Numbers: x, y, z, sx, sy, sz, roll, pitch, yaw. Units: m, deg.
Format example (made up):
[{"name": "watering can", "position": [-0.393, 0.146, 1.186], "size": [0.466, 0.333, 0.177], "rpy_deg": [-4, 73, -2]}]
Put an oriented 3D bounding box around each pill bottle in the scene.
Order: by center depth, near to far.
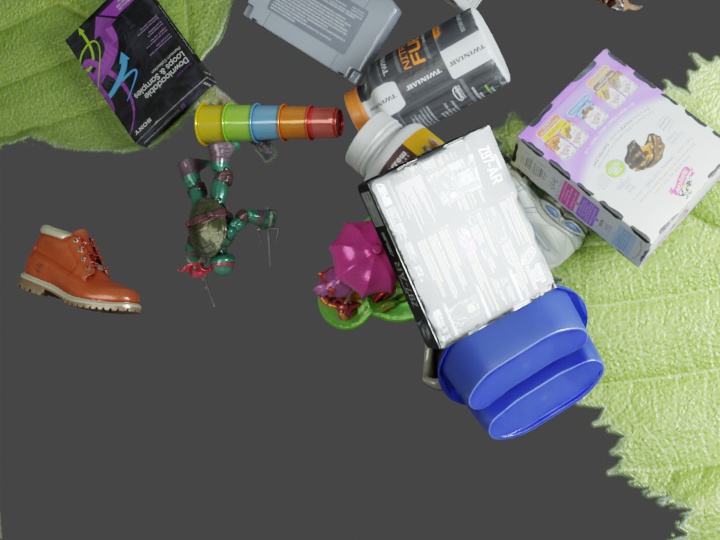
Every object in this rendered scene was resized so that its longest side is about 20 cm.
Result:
[{"name": "pill bottle", "position": [0.080, -0.100, 1.355], "size": [0.200, 0.109, 0.110], "rpy_deg": [40, 99, 11]}, {"name": "pill bottle", "position": [0.079, -0.237, 1.421], "size": [0.199, 0.106, 0.107], "rpy_deg": [-27, 78, 15]}]

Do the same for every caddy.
[{"name": "caddy", "position": [0.189, 0.103, 1.338], "size": [0.199, 0.142, 0.105], "rpy_deg": [-32, 41, 3]}]

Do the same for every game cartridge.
[{"name": "game cartridge", "position": [-0.048, -0.351, 1.510], "size": [0.199, 0.040, 0.134], "rpy_deg": [35, 101, 18]}]

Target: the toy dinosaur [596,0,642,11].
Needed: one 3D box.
[{"name": "toy dinosaur", "position": [0.310, -0.399, 1.369], "size": [0.135, 0.086, 0.201], "rpy_deg": [30, 80, 8]}]

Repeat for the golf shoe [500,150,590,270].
[{"name": "golf shoe", "position": [0.185, -0.082, 1.394], "size": [0.200, 0.078, 0.098], "rpy_deg": [43, 109, 19]}]

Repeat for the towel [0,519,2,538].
[{"name": "towel", "position": [-0.614, 0.307, 1.670], "size": [0.191, 0.035, 0.202], "rpy_deg": [-7, 82, 16]}]

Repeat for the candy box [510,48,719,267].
[{"name": "candy box", "position": [0.306, -0.133, 1.321], "size": [0.200, 0.072, 0.168], "rpy_deg": [42, 72, 16]}]

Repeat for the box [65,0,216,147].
[{"name": "box", "position": [-0.312, -0.296, 1.597], "size": [0.143, 0.036, 0.201], "rpy_deg": [-40, 77, 13]}]

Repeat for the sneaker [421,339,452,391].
[{"name": "sneaker", "position": [0.127, 0.052, 1.389], "size": [0.074, 0.090, 0.202], "rpy_deg": [12, 92, 29]}]

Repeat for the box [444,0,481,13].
[{"name": "box", "position": [0.106, -0.464, 1.413], "size": [0.199, 0.131, 0.201], "rpy_deg": [39, 99, 17]}]

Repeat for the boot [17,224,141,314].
[{"name": "boot", "position": [-0.386, 0.000, 1.586], "size": [0.198, 0.075, 0.108], "rpy_deg": [18, 87, 20]}]

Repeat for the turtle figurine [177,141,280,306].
[{"name": "turtle figurine", "position": [-0.187, -0.063, 1.509], "size": [0.148, 0.101, 0.202], "rpy_deg": [-16, 78, 18]}]

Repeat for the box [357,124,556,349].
[{"name": "box", "position": [0.108, -0.037, 1.251], "size": [0.159, 0.043, 0.201], "rpy_deg": [-27, 97, -16]}]

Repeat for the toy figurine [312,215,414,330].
[{"name": "toy figurine", "position": [0.000, 0.000, 1.392], "size": [0.199, 0.184, 0.151], "rpy_deg": [-32, 77, 15]}]

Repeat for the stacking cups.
[{"name": "stacking cups", "position": [-0.123, -0.195, 1.511], "size": [0.198, 0.060, 0.061], "rpy_deg": [3, 88, 19]}]
